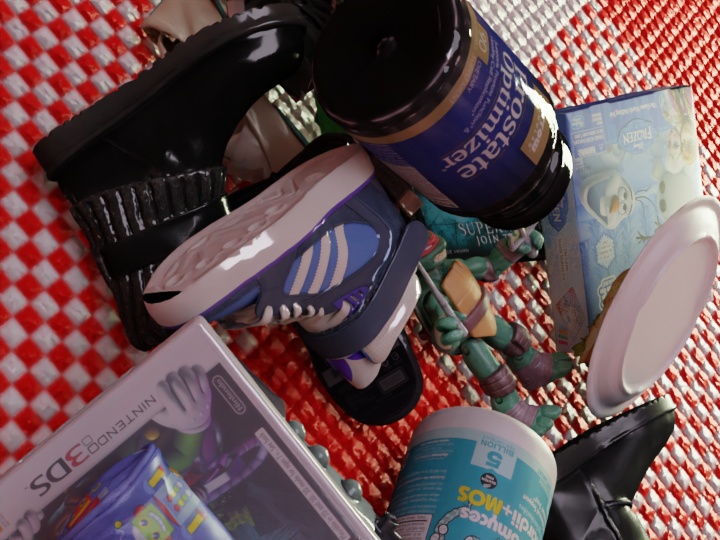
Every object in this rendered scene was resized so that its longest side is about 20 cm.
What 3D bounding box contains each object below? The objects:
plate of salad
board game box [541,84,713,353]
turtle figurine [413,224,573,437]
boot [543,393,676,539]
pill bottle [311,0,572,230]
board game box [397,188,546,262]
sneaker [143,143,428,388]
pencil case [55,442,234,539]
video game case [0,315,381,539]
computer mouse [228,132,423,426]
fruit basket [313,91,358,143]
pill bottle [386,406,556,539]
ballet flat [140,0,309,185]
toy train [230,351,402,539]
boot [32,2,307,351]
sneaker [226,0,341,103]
[{"bbox_3d":[0.234,0.027,1.144,0.048,0.203,0.199,29,35,30],"label":"plate of salad"},{"bbox_3d":[0.231,-0.049,1.219,0.198,0.043,0.202,-17,103,-44],"label":"board game box"},{"bbox_3d":[0.089,0.026,1.070,0.201,0.100,0.150,55,53,-23],"label":"turtle figurine"},{"bbox_3d":[0.209,0.203,1.098,0.197,0.073,0.164,-23,82,-37],"label":"boot"},{"bbox_3d":[0.063,-0.103,0.928,0.199,0.111,0.113,34,46,-51],"label":"pill bottle"},{"bbox_3d":[0.106,-0.072,1.184,0.198,0.028,0.137,-5,73,-42],"label":"board game box"},{"bbox_3d":[-0.033,0.025,0.885,0.200,0.080,0.148,-40,115,-39],"label":"sneaker"},{"bbox_3d":[-0.081,0.189,0.759,0.078,0.087,0.201,-44,100,-28],"label":"pencil case"},{"bbox_3d":[-0.100,0.160,0.804,0.181,0.023,0.201,-38,100,0],"label":"video game case"},{"bbox_3d":[0.000,0.000,0.992,0.201,0.140,0.046,52,19,-2],"label":"computer mouse"},{"bbox_3d":[0.025,-0.180,1.032,0.092,0.202,0.186,17,44,12],"label":"fruit basket"},{"bbox_3d":[0.062,0.201,0.948,0.110,0.110,0.202,37,49,-19],"label":"pill bottle"},{"bbox_3d":[-0.094,-0.113,1.020,0.069,0.069,0.201,-31,88,-45],"label":"ballet flat"},{"bbox_3d":[-0.064,0.144,0.857,0.200,0.114,0.085,46,9,-13],"label":"toy train"},{"bbox_3d":[-0.095,-0.061,0.926,0.210,0.079,0.159,-33,86,-1],"label":"boot"},{"bbox_3d":[-0.044,-0.211,1.040,0.080,0.086,0.202,42,26,-35],"label":"sneaker"}]
